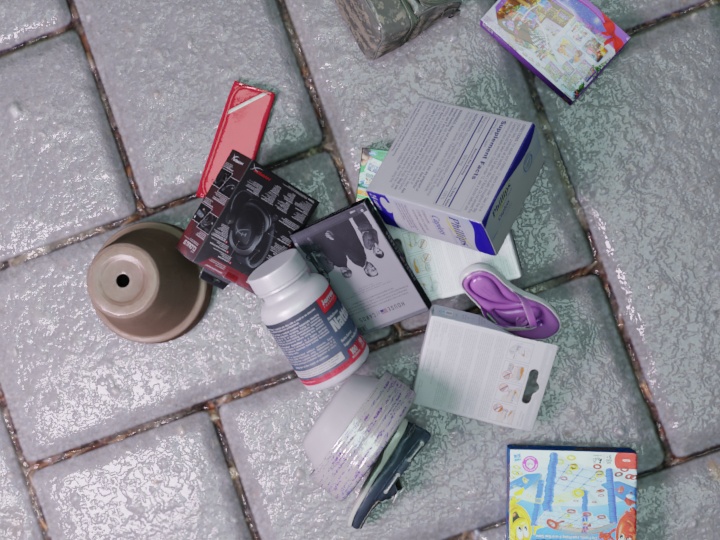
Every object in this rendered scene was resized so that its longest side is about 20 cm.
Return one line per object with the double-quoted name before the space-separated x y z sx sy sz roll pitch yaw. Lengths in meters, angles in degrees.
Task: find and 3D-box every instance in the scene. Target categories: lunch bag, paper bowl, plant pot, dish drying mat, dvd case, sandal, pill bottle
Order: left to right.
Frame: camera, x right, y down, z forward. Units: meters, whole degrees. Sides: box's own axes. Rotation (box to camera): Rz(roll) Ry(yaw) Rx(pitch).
"plant pot" -0.344 0.018 1.585 0.199 0.175 0.201 0 88 3
"dish drying mat" -0.205 -0.206 1.659 0.076 0.018 0.201 18 89 4
"pill bottle" -0.084 0.073 1.562 0.119 0.120 0.200 -31 106 3
"paper bowl" -0.011 0.239 1.537 0.104 0.201 0.201 36 91 5
"dvd case" 0.000 0.000 1.570 0.150 0.025 0.200 -22 109 31
"lunch bag" 0.049 -0.461 1.595 0.167 0.139 0.201 -28 87 -13
"sandal" 0.228 0.063 1.561 0.202 0.050 0.082 32 123 -24

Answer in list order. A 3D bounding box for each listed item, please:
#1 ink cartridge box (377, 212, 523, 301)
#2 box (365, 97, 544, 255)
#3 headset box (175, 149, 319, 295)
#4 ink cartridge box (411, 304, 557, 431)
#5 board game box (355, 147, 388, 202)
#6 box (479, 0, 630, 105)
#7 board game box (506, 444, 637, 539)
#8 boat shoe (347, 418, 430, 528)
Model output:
"ink cartridge box" 0.140 -0.040 1.594 0.199 0.050 0.163 -16 89 15
"box" 0.144 -0.142 1.513 0.199 0.105 0.184 19 69 29
"headset box" -0.181 -0.063 1.586 0.149 0.077 0.201 30 92 -38
"ink cartridge box" 0.189 0.152 1.574 0.199 0.047 0.161 13 114 3
"board game box" 0.092 -0.119 1.628 0.199 0.029 0.135 8 90 4
"box" 0.309 -0.382 1.615 0.200 0.039 0.137 43 92 5
"board game box" 0.328 0.376 1.579 0.199 0.056 0.197 0 88 4
"boat shoe" 0.043 0.327 1.591 0.062 0.075 0.201 27 96 -1
